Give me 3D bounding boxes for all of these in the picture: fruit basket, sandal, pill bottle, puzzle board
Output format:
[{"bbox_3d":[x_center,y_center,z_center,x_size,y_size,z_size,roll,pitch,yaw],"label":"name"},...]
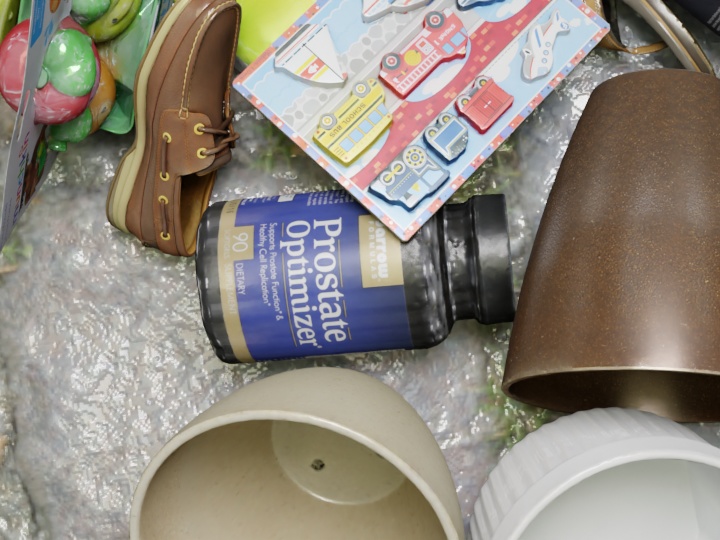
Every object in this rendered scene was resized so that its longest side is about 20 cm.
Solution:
[{"bbox_3d":[-0.178,-0.131,0.751,0.094,0.200,0.185,14,124,-9],"label":"fruit basket"},{"bbox_3d":[0.156,-0.186,0.805,0.200,0.082,0.055,42,109,5],"label":"sandal"},{"bbox_3d":[0.000,0.000,0.797,0.200,0.112,0.112,-6,87,7],"label":"pill bottle"},{"bbox_3d":[0.040,-0.137,0.762,0.151,0.017,0.200,42,77,7],"label":"puzzle board"}]

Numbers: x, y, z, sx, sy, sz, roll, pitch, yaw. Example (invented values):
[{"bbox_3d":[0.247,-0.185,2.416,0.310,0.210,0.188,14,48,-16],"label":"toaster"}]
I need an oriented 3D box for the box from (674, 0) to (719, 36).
[{"bbox_3d":[0.255,-0.260,0.729,0.182,0.104,0.200,41,85,5],"label":"box"}]

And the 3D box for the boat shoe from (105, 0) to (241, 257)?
[{"bbox_3d":[-0.111,-0.096,0.799,0.068,0.072,0.200,34,125,17],"label":"boat shoe"}]

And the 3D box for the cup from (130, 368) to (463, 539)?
[{"bbox_3d":[-0.026,0.141,0.757,0.200,0.143,0.200,5,115,10],"label":"cup"}]

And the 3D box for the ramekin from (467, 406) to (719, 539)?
[{"bbox_3d":[0.161,0.180,0.748,0.200,0.105,0.200,-2,108,-8],"label":"ramekin"}]

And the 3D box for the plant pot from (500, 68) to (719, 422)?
[{"bbox_3d":[0.187,-0.017,0.755,0.187,0.187,0.200,3,76,7],"label":"plant pot"}]

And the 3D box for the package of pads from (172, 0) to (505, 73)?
[{"bbox_3d":[-0.015,-0.180,0.827,0.200,0.068,0.155,39,92,7],"label":"package of pads"}]

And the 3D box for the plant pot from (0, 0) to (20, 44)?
[{"bbox_3d":[-0.309,-0.224,0.815,0.193,0.200,0.200,22,91,-5],"label":"plant pot"}]
